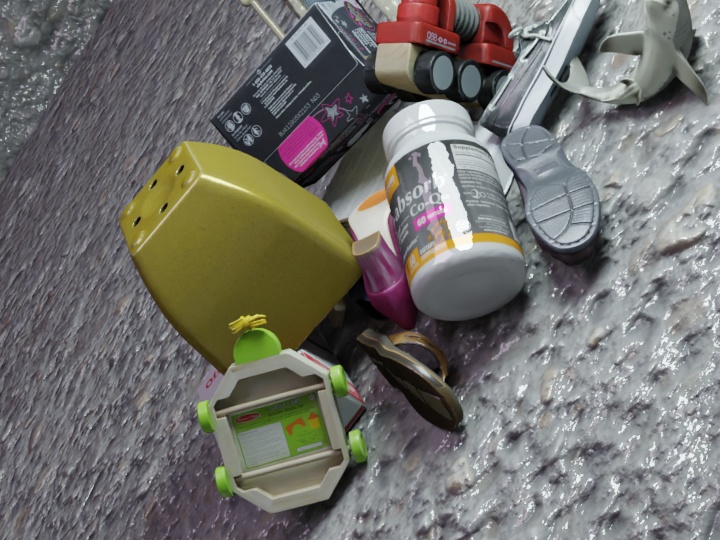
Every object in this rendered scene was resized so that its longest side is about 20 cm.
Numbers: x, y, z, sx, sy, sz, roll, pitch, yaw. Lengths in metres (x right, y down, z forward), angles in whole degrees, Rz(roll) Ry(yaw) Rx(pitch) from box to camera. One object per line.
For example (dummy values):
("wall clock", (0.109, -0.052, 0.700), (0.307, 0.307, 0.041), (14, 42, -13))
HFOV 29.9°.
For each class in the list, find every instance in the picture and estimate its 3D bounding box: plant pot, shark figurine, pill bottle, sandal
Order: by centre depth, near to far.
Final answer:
("shark figurine", (0.276, -0.203, 1.288), (0.089, 0.128, 0.214), (-41, -1, -28))
("pill bottle", (0.086, -0.062, 1.324), (0.116, 0.116, 0.202), (-38, 50, 32))
("sandal", (0.055, 0.094, 1.327), (0.054, 0.082, 0.200), (-36, 18, -8))
("plant pot", (-0.147, -0.024, 1.453), (0.196, 0.200, 0.194), (-49, 28, 7))

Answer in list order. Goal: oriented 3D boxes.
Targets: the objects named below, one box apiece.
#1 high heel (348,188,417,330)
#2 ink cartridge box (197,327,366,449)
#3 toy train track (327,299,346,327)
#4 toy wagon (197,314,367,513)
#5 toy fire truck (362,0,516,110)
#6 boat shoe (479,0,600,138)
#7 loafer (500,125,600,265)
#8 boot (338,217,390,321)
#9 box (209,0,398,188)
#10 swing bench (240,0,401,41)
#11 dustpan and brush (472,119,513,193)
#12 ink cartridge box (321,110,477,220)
("high heel", (0.036, -0.019, 1.393), (0.067, 0.096, 0.200), (-25, 20, 11))
("ink cartridge box", (-0.092, 0.140, 1.489), (0.145, 0.083, 0.200), (-52, 28, 8))
("toy train track", (-0.049, 0.002, 1.613), (0.200, 0.032, 0.116), (-122, 34, -52))
("toy wagon", (-0.085, 0.140, 1.362), (0.154, 0.202, 0.040), (-15, 5, 5))
("toy fire truck", (0.085, -0.284, 1.481), (0.128, 0.175, 0.202), (7, 91, 42))
("boat shoe", (0.189, -0.229, 1.419), (0.201, 0.068, 0.074), (-63, -16, 0))
("loafer", (0.187, -0.065, 1.292), (0.071, 0.063, 0.201), (-20, 39, 3))
("boot", (0.000, 0.000, 1.487), (0.199, 0.075, 0.097), (1, 54, 55))
("box", (-0.054, -0.203, 1.578), (0.200, 0.132, 0.115), (-43, -7, 26))
("swing bench", (-0.005, -0.340, 1.703), (0.200, 0.199, 0.130), (-40, 1, 31))
("dustpan and brush", (0.112, -0.070, 1.426), (0.139, 0.057, 0.201), (-29, 29, 23))
("ink cartridge box", (0.051, -0.105, 1.580), (0.199, 0.050, 0.162), (13, 71, 44))
